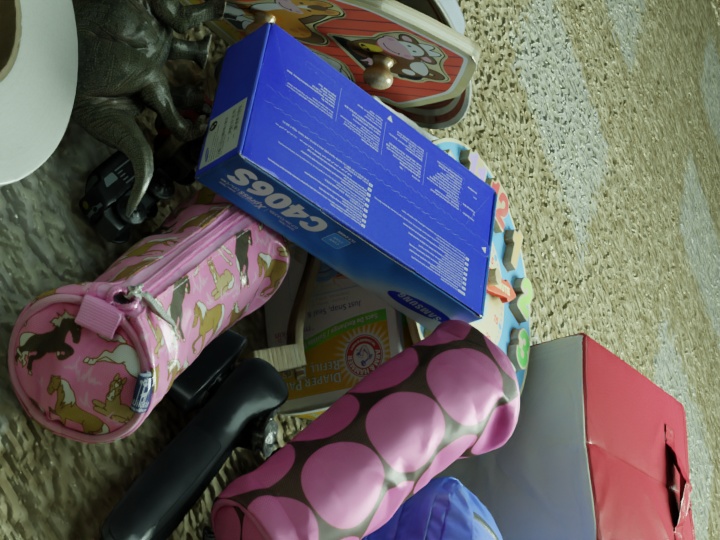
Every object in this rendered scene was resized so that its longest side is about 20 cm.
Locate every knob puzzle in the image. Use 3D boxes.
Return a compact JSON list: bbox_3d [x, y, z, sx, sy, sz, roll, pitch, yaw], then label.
[{"bbox_3d":[-0.014,-0.141,0.926,0.219,0.218,0.031,34,70,-56],"label":"knob puzzle"}]

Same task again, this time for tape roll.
[{"bbox_3d":[-0.210,-0.133,0.681,0.203,0.037,0.205,39,45,-54],"label":"tape roll"}]

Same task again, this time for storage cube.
[{"bbox_3d":[0.143,0.173,1.106,0.179,0.198,0.173,32,50,-48],"label":"storage cube"}]

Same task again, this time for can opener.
[{"bbox_3d":[-0.098,0.107,0.796,0.200,0.078,0.064,-59,170,-52],"label":"can opener"}]

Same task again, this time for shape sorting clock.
[{"bbox_3d":[0.077,0.008,0.977,0.200,0.039,0.202,39,44,-52],"label":"shape sorting clock"}]

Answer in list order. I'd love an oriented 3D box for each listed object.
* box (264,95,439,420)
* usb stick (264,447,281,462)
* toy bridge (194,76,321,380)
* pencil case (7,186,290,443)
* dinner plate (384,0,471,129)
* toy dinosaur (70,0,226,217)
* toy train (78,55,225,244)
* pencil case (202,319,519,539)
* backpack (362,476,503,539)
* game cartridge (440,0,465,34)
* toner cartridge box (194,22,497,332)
[{"bbox_3d":[0.000,0.000,0.986,0.112,0.100,0.202,22,58,-60],"label":"box"},{"bbox_3d":[-0.065,0.187,0.844,0.201,0.032,0.056,-68,145,-51],"label":"usb stick"},{"bbox_3d":[-0.058,-0.028,0.921,0.067,0.027,0.202,-9,84,-22],"label":"toy bridge"},{"bbox_3d":[-0.107,0.017,0.766,0.200,0.086,0.084,-46,126,-64],"label":"pencil case"},{"bbox_3d":[0.006,-0.182,0.996,0.024,0.199,0.201,-47,128,-20],"label":"dinner plate"},{"bbox_3d":[-0.134,-0.122,0.803,0.077,0.101,0.202,142,-42,-69],"label":"toy dinosaur"},{"bbox_3d":[-0.101,-0.083,0.849,0.046,0.034,0.200,45,45,-3],"label":"toy train"},{"bbox_3d":[0.007,0.115,0.818,0.199,0.090,0.094,-34,125,-29],"label":"pencil case"},{"bbox_3d":[0.043,0.236,0.895,0.201,0.166,0.163,-78,152,-46],"label":"backpack"},{"bbox_3d":[-0.011,-0.234,1.010,0.041,0.133,0.200,-45,113,-16],"label":"game cartridge"},{"bbox_3d":[-0.002,-0.050,0.839,0.199,0.043,0.096,34,53,-33],"label":"toner cartridge box"}]
